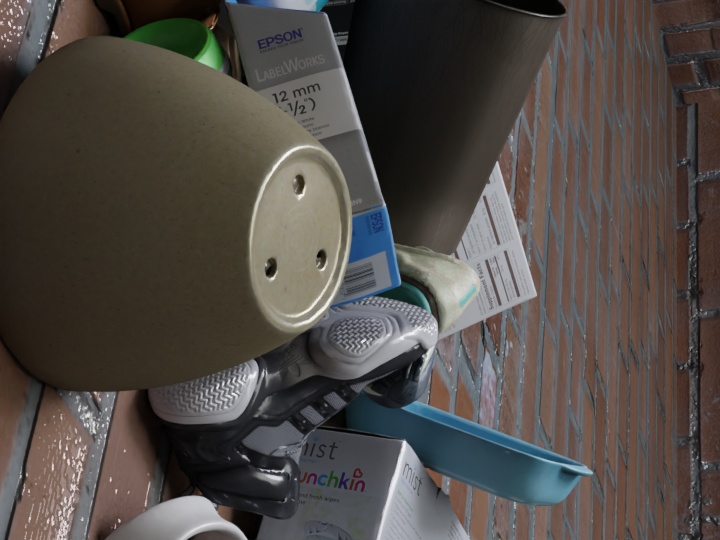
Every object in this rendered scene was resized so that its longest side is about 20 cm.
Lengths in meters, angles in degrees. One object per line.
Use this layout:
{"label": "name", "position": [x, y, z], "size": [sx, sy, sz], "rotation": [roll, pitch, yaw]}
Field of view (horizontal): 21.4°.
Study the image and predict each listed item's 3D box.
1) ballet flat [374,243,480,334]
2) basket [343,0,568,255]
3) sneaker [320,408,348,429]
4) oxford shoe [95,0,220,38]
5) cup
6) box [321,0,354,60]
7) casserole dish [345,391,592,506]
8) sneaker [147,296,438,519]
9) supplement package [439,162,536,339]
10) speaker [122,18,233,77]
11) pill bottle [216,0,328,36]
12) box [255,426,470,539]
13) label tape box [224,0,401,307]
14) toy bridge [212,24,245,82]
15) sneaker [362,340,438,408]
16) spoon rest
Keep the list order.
{"label": "ballet flat", "position": [0.000, 0.000, 1.343], "size": [0.062, 0.199, 0.068], "rotation": [-35, 130, -36]}
{"label": "basket", "position": [0.046, -0.123, 1.393], "size": [0.135, 0.180, 0.201], "rotation": [3, 114, -38]}
{"label": "sneaker", "position": [-0.019, 0.127, 1.480], "size": [0.200, 0.067, 0.090], "rotation": [35, 31, -58]}
{"label": "oxford shoe", "position": [-0.116, -0.164, 1.227], "size": [0.200, 0.071, 0.072], "rotation": [62, 25, -55]}
{"label": "cup", "position": [-0.090, -0.023, 1.043], "size": [0.200, 0.142, 0.202], "rotation": [-19, 113, -56]}
{"label": "box", "position": [0.038, -0.224, 1.537], "size": [0.046, 0.198, 0.160], "rotation": [67, 25, -51]}
{"label": "casserole dish", "position": [0.073, 0.130, 1.395], "size": [0.121, 0.199, 0.039], "rotation": [17, 91, -64]}
{"label": "sneaker", "position": [-0.039, 0.092, 1.243], "size": [0.075, 0.199, 0.115], "rotation": [40, -38, 56]}
{"label": "supplement package", "position": [0.051, -0.071, 1.593], "size": [0.156, 0.110, 0.201], "rotation": [-118, -174, -49]}
{"label": "speaker", "position": [-0.099, -0.059, 1.220], "size": [0.089, 0.088, 0.201], "rotation": [-76, 154, -49]}
{"label": "pill bottle", "position": [-0.034, -0.258, 1.320], "size": [0.200, 0.110, 0.111], "rotation": [-50, 144, -19]}
{"label": "box", "position": [-0.001, 0.234, 1.367], "size": [0.200, 0.096, 0.178], "rotation": [58, 43, -56]}
{"label": "label tape box", "position": [-0.032, -0.095, 1.211], "size": [0.143, 0.066, 0.202], "rotation": [74, 1, -69]}
{"label": "toy bridge", "position": [-0.088, -0.166, 1.393], "size": [0.067, 0.027, 0.202], "rotation": [54, 34, -58]}
{"label": "sneaker", "position": [0.030, 0.056, 1.385], "size": [0.200, 0.077, 0.087], "rotation": [-104, 168, -67]}
{"label": "spoon rest", "position": [-0.087, 0.184, 1.187], "size": [0.061, 0.099, 0.200], "rotation": [-49, 153, 0]}
